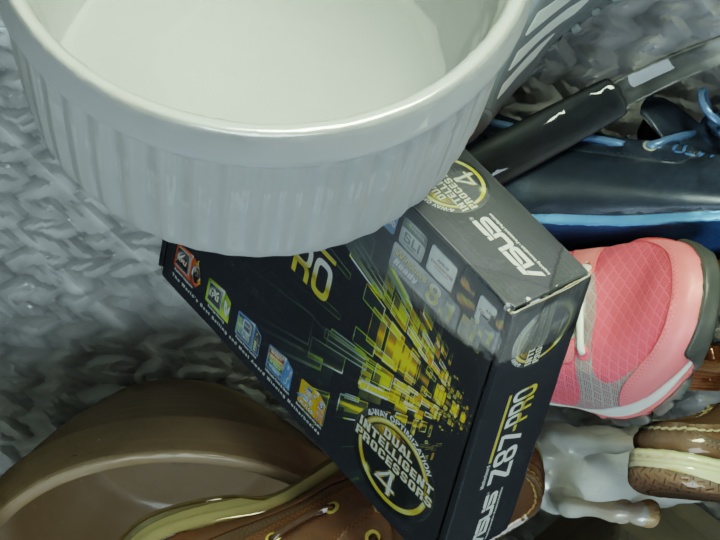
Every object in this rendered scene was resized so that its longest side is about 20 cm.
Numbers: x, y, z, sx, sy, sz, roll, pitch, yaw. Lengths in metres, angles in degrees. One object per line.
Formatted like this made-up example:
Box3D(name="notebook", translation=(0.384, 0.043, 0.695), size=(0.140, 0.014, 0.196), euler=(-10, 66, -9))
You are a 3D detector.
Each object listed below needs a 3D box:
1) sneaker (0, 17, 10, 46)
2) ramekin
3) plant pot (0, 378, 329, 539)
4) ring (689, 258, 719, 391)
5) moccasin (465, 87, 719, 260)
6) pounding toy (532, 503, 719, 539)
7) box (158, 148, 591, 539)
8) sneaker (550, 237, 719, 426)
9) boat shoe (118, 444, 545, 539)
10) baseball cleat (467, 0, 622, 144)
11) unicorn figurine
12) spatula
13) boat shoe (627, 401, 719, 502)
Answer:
Box3D(name="sneaker", translation=(-0.157, -0.170, 1.022), size=(0.081, 0.075, 0.200), euler=(11, 140, 14))
Box3D(name="ramekin", translation=(-0.037, -0.099, 1.007), size=(0.199, 0.201, 0.105), euler=(2, 147, -4))
Box3D(name="plant pot", translation=(-0.087, 0.117, 1.304), size=(0.200, 0.093, 0.201), euler=(-1, 138, -1))
Box3D(name="ring", translation=(0.201, 0.021, 1.219), size=(0.200, 0.019, 0.200), euler=(-3, 163, -1))
Box3D(name="moccasin", translation=(0.124, -0.045, 1.147), size=(0.199, 0.068, 0.080), euler=(3, 165, 0))
Box3D(name="pounding toy", translation=(0.154, 0.219, 1.406), size=(0.200, 0.142, 0.184), euler=(36, 126, -14))
Box3D(name="box", translation=(0.000, 0.000, 1.114), size=(0.049, 0.200, 0.161), euler=(-23, 146, -34))
Box3D(name="sneaker", translation=(0.067, 0.026, 1.149), size=(0.087, 0.074, 0.200), euler=(17, 161, -34))
Box3D(name="boat shoe", translation=(-0.009, 0.127, 1.202), size=(0.199, 0.068, 0.072), euler=(-18, 130, 0))
Box3D(name="baseball cleat", translation=(0.090, -0.115, 1.080), size=(0.106, 0.070, 0.200), euler=(12, 136, -15))
Box3D(name="unicorn figurine", translation=(0.107, 0.086, 1.274), size=(0.200, 0.074, 0.137), euler=(24, 166, -40))
Box3D(name="spatula", translation=(0.121, -0.078, 1.113), size=(0.200, 0.021, 0.057), euler=(-27, 103, 9))
Box3D(name="boat shoe", translation=(0.184, 0.065, 1.206), size=(0.075, 0.075, 0.202), euler=(1, 177, 37))
